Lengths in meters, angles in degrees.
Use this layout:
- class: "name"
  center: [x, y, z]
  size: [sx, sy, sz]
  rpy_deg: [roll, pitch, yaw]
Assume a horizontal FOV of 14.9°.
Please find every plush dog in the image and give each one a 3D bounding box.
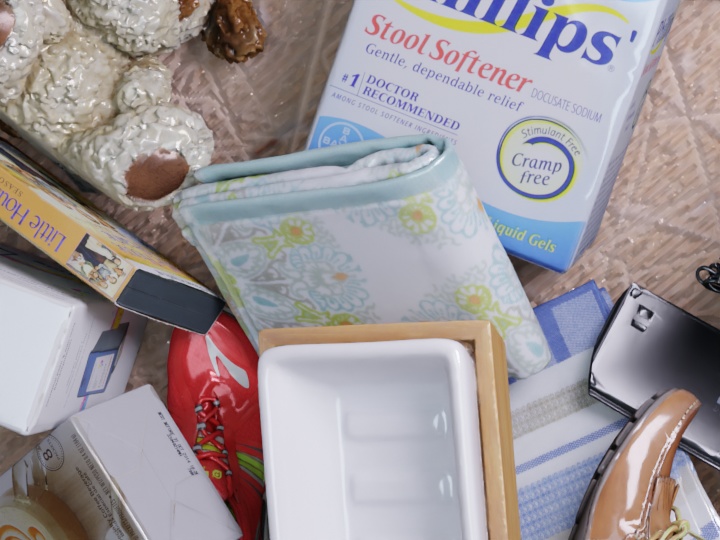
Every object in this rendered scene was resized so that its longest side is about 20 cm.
- class: "plush dog"
  center: [-0.161, -0.154, 1.737]
  size: [0.200, 0.160, 0.172]
  rpy_deg: [40, 81, -15]

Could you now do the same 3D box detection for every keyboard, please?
- class: "keyboard"
  center: [0.245, 0.068, 1.693]
  size: [0.199, 0.021, 0.128]
  rpy_deg: [30, 74, -1]

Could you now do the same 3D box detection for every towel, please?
- class: "towel"
  center: [0.126, 0.119, 1.697]
  size: [0.146, 0.024, 0.201]
  rpy_deg: [-25, 67, 1]
- class: "towel"
  center: [0.000, 0.000, 1.678]
  size: [0.199, 0.048, 0.172]
  rpy_deg: [-6, 131, 31]

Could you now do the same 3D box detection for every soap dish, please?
- class: "soap dish"
  center: [0.022, 0.130, 1.644]
  size: [0.156, 0.081, 0.201]
  rpy_deg: [-3, 92, 28]

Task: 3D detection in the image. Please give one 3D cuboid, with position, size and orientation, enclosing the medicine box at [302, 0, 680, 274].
- class: "medicine box"
  center: [0.084, -0.128, 1.680]
  size: [0.181, 0.103, 0.201]
  rpy_deg: [21, 107, 9]

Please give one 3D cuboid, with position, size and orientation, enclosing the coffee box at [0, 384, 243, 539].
- class: "coffee box"
  center: [-0.183, 0.174, 1.721]
  size: [0.200, 0.080, 0.115]
  rpy_deg: [-40, 79, 38]

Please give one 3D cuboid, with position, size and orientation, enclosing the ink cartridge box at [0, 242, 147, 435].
- class: "ink cartridge box"
  center: [-0.229, 0.034, 1.708]
  size: [0.145, 0.200, 0.088]
  rpy_deg: [20, 92, 9]

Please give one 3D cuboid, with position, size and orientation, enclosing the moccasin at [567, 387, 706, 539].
- class: "moccasin"
  center: [0.161, 0.166, 1.621]
  size: [0.077, 0.074, 0.202]
  rpy_deg: [21, 72, 9]

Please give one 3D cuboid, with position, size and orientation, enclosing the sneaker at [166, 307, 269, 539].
- class: "sneaker"
  center: [-0.090, 0.121, 1.744]
  size: [0.076, 0.085, 0.201]
  rpy_deg: [-4, 92, 9]

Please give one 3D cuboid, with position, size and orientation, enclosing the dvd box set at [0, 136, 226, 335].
- class: "dvd box set"
  center: [-0.189, -0.033, 1.703]
  size: [0.200, 0.146, 0.029]
  rpy_deg: [35, 94, 22]
